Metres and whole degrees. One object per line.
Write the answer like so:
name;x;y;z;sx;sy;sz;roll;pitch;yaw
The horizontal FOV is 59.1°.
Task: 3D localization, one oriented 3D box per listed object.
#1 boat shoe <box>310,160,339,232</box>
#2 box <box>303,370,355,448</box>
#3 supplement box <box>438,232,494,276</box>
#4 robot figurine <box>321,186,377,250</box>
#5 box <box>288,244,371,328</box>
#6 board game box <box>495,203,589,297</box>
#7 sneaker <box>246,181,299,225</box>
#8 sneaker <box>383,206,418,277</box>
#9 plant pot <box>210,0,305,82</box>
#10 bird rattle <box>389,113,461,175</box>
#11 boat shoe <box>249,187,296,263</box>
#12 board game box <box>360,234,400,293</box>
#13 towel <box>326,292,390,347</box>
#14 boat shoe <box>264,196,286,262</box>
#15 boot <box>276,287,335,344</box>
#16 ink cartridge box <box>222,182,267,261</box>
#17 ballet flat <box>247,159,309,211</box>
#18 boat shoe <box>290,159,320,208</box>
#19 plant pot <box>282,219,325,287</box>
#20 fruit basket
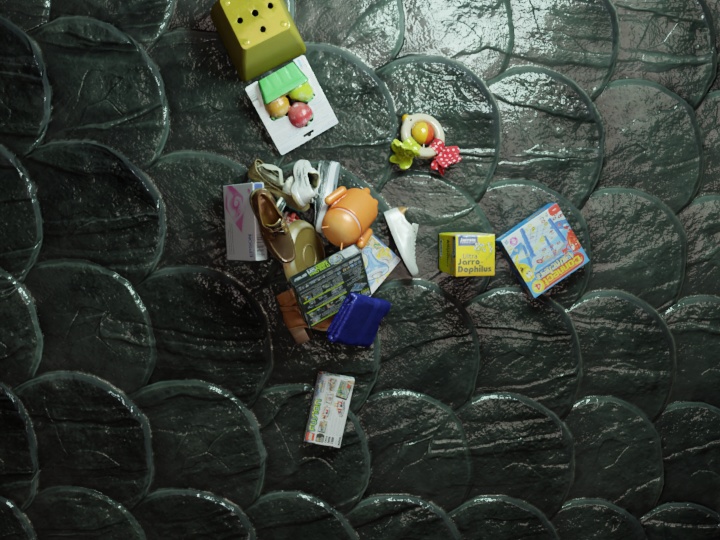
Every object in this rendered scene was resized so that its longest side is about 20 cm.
boat shoe;-0.109;-0.205;1.739;0.067;0.074;0.202;10;88;10
box;-0.090;0.397;1.816;0.109;0.035;0.202;13;94;-7
supplement box;0.286;-0.047;1.737;0.107;0.200;0.111;-2;95;-6
robot figurine;-0.030;-0.143;1.705;0.116;0.200;0.145;17;136;22
box;-0.076;0.042;1.671;0.199;0.044;0.161;-28;135;-14
board game box;0.525;-0.058;1.835;0.199;0.056;0.197;-34;97;-3
sneaker;-0.230;-0.156;1.718;0.107;0.067;0.203;-15;108;12
sneaker;0.137;-0.083;1.780;0.084;0.073;0.202;-22;96;-2
plant pot;-0.266;-0.635;1.635;0.198;0.176;0.202;-27;98;-3
bird rattle;0.181;-0.357;1.753;0.197;0.113;0.165;-1;79;-9
boat shoe;-0.216;-0.107;1.570;0.071;0.068;0.202;-26;104;-11
board game box;0.000;0.000;1.792;0.135;0.034;0.200;40;90;-8
towel;-0.006;0.134;1.732;0.049;0.199;0.149;30;97;31
boat shoe;-0.226;-0.099;1.665;0.066;0.075;0.200;27;115;-7
boot;-0.126;0.098;1.767;0.198;0.077;0.157;-25;92;12
ink cartridge box;-0.319;-0.126;1.670;0.043;0.199;0.199;-7;96;-44
ballet flat;-0.216;-0.236;1.707;0.199;0.068;0.073;35;131;10
boat shoe;-0.136;-0.238;1.679;0.069;0.201;0.071;-23;126;16
plant pot;-0.144;-0.037;1.699;0.027;0.200;0.203;-5;97;28
fruit basket;-0.185;-0.446;1.719;0.184;0.094;0.201;-31;113;-3
